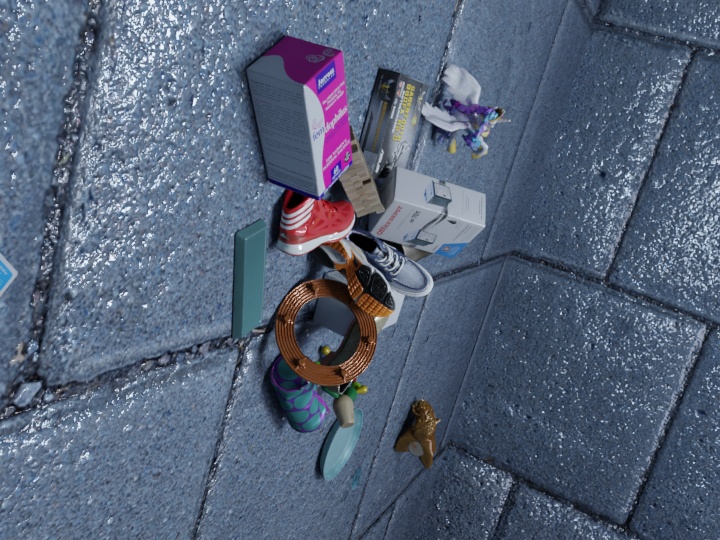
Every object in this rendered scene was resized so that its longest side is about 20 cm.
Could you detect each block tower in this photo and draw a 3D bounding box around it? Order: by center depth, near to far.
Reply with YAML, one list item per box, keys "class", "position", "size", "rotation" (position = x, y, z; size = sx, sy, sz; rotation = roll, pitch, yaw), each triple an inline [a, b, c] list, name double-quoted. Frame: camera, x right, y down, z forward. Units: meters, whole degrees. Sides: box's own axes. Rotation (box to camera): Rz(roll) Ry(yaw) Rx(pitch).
- class: "block tower"
  position: [-0.009, -0.172, 1.233]
  size: [0.200, 0.057, 0.054]
  rotation: [58, 15, -57]

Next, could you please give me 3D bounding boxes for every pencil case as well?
- class: "pencil case"
  position: [-0.119, 0.247, 1.360]
  size: [0.092, 0.085, 0.201]
  rotation: [-23, 144, -11]

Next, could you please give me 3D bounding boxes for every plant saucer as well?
- class: "plant saucer"
  position: [-0.178, 0.018, 1.104]
  size: [0.070, 0.019, 0.202]
  rotation: [-39, 143, -51]
- class: "plant saucer"
  position: [-0.053, 0.451, 1.786]
  size: [0.200, 0.027, 0.201]
  rotation: [-49, 150, -40]

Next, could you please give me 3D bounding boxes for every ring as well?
- class: "ring"
  position: [-0.059, 0.110, 1.250]
  size: [0.201, 0.200, 0.019]
  rotation: [-56, -173, -28]

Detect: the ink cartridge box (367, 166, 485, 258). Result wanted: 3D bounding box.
- class: "ink cartridge box"
  position: [0.131, -0.114, 1.373]
  size: [0.147, 0.198, 0.087]
  rotation: [129, -30, -57]

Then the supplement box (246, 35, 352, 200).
- class: "supplement box"
  position: [-0.084, -0.220, 0.994]
  size: [0.101, 0.103, 0.201]
  rotation: [-52, 151, -33]

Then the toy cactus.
- class: "toy cactus"
  position: [-0.038, 0.259, 1.489]
  size: [0.200, 0.101, 0.166]
  rotation: [55, 15, -58]

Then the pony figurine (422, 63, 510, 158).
- class: "pony figurine"
  position: [0.235, -0.347, 1.550]
  size: [0.167, 0.192, 0.200]
  rotation: [-57, 175, -19]

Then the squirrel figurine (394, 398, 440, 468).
- class: "squirrel figurine"
  position: [0.227, 0.553, 2.400]
  size: [0.187, 0.140, 0.202]
  rotation: [-46, 152, -56]

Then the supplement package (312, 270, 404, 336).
- class: "supplement package"
  position: [0.004, 0.061, 1.441]
  size: [0.200, 0.113, 0.111]
  rotation: [-16, 126, -61]

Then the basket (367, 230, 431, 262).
- class: "basket"
  position: [0.117, -0.092, 1.519]
  size: [0.200, 0.180, 0.137]
  rotation: [-37, 154, -37]

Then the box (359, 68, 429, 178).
- class: "box"
  position: [0.062, -0.284, 1.345]
  size: [0.158, 0.048, 0.202]
  rotation: [-13, 122, -64]

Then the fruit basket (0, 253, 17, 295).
- class: "fruit basket"
  position: [-0.379, 0.032, 0.548]
  size: [0.201, 0.093, 0.186]
  rotation: [-60, 157, -29]

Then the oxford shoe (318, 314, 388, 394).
- class: "oxford shoe"
  position: [0.001, 0.153, 1.308]
  size: [0.201, 0.074, 0.071]
  rotation: [-53, 136, -10]

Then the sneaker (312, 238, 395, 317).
- class: "sneaker"
  position: [0.000, 0.000, 1.287]
  size: [0.076, 0.200, 0.092]
  rotation: [-43, 175, 19]

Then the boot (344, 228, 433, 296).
- class: "boot"
  position: [0.054, -0.014, 1.359]
  size: [0.073, 0.199, 0.090]
  rotation: [-61, 169, -9]

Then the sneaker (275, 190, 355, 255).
- class: "sneaker"
  position: [-0.066, -0.110, 1.171]
  size: [0.200, 0.078, 0.116]
  rotation: [-41, 147, -51]
